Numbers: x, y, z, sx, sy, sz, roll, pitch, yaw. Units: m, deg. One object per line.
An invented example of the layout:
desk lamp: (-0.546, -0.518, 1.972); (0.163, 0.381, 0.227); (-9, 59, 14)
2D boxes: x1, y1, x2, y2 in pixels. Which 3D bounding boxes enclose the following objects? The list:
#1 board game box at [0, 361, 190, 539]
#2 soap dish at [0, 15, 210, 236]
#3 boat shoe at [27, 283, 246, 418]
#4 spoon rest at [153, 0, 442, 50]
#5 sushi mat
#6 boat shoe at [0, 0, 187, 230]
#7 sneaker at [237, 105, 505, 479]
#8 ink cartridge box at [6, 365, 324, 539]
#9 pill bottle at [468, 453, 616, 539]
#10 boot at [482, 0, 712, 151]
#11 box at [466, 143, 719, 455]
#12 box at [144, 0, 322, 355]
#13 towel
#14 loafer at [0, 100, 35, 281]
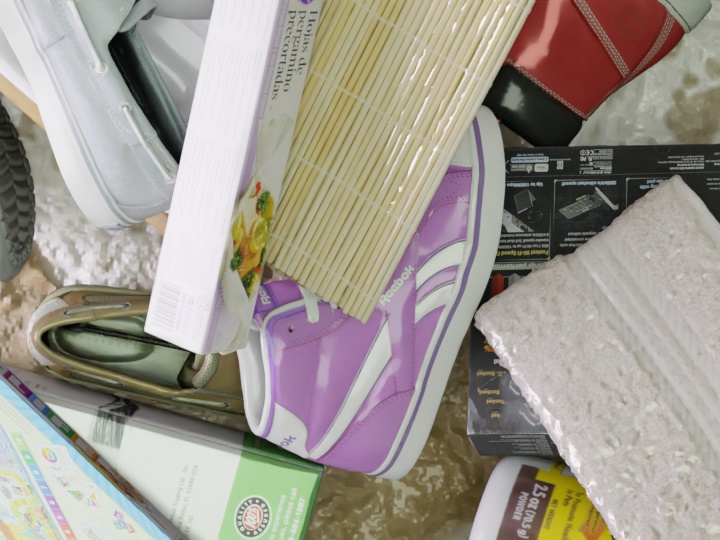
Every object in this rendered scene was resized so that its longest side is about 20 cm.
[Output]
board game box: (-0.193, 0.129, 1.390); (0.200, 0.034, 0.134); (44, 93, -3)
soap dish: (-0.088, -0.140, 1.432); (0.157, 0.081, 0.200); (41, 93, -4)
boat shoe: (-0.075, 0.046, 1.449); (0.199, 0.076, 0.072); (1, 94, -2)
spoon rest: (-0.046, -0.158, 1.371); (0.200, 0.061, 0.100); (22, 92, 10)
sushi mat: (0.004, -0.078, 1.336); (0.096, 0.012, 0.200); (29, 111, 5)
boat shoe: (-0.131, -0.121, 1.351); (0.071, 0.070, 0.201); (-18, 102, 18)
sneaker: (0.000, 0.000, 1.403); (0.114, 0.073, 0.201); (17, 89, -23)
ink cartridge box: (-0.133, 0.141, 1.451); (0.200, 0.084, 0.146); (16, 94, -1)
pill bottle: (0.156, 0.169, 1.431); (0.200, 0.109, 0.110); (14, 94, 10)
boot: (0.067, -0.160, 1.442); (0.144, 0.072, 0.200); (-43, 98, 3)
box: (0.157, 0.015, 1.419); (0.199, 0.050, 0.158); (-1, 72, 11)
box: (-0.060, -0.059, 1.332); (0.041, 0.039, 0.200); (20, 105, 30)
towel: (0.157, 0.064, 1.358); (0.132, 0.034, 0.200); (-33, 70, 0)
loafer: (-0.230, -0.084, 1.444); (0.070, 0.075, 0.200); (-22, 90, 12)
